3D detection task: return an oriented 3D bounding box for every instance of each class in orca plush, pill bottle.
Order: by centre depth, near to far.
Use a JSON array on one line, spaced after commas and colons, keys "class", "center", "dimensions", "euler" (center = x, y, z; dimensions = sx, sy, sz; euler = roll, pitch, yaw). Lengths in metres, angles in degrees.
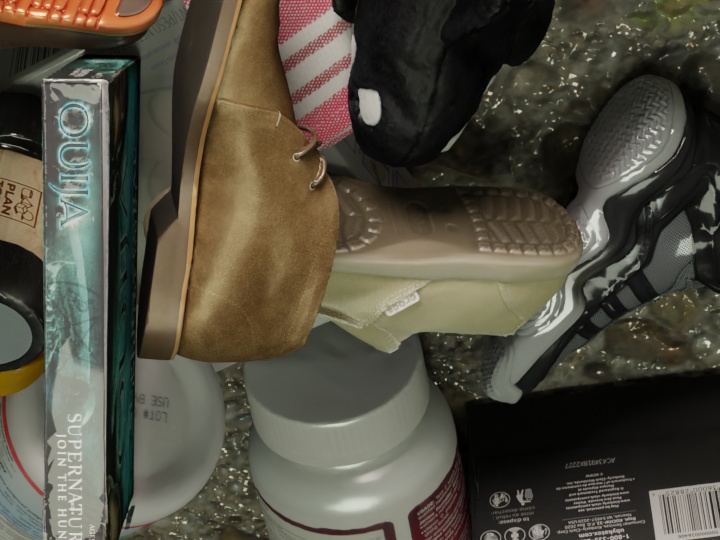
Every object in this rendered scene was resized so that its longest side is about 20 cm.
[{"class": "orca plush", "center": [0.060, -0.124, 0.891], "dimensions": [0.105, 0.071, 0.200], "euler": [32, 101, -32]}, {"class": "pill bottle", "center": [-0.155, 0.091, 1.072], "dimensions": [0.109, 0.109, 0.200], "euler": [25, 154, -20]}, {"class": "pill bottle", "center": [0.001, 0.114, 1.124], "dimensions": [0.109, 0.110, 0.200], "euler": [-6, 133, 6]}]

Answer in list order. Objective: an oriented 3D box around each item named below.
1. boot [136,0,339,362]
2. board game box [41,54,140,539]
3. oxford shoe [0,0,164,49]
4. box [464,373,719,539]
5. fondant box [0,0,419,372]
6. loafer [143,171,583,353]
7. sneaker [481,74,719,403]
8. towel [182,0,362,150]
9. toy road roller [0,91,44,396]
[{"class": "boot", "center": [-0.043, -0.055, 0.878], "dimensions": [0.075, 0.074, 0.200], "euler": [7, 112, -9]}, {"class": "board game box", "center": [-0.110, 0.015, 0.886], "dimensions": [0.028, 0.135, 0.200], "euler": [1, 100, -1]}, {"class": "oxford shoe", "center": [-0.179, -0.123, 0.936], "dimensions": [0.200, 0.071, 0.073], "euler": [13, 142, 12]}, {"class": "box", "center": [0.144, 0.175, 1.171], "dimensions": [0.148, 0.124, 0.200], "euler": [-7, 132, 7]}, {"class": "fondant box", "center": [-0.076, -0.051, 1.012], "dimensions": [0.144, 0.058, 0.200], "euler": [-24, 129, 20]}, {"class": "loafer", "center": [0.000, 0.000, 0.971], "dimensions": [0.200, 0.076, 0.068], "euler": [5, 125, -7]}, {"class": "sneaker", "center": [0.140, 0.003, 1.046], "dimensions": [0.114, 0.076, 0.200], "euler": [19, 127, -13]}, {"class": "towel", "center": [-0.017, -0.155, 0.904], "dimensions": [0.146, 0.030, 0.200], "euler": [-35, 124, -3]}, {"class": "toy road roller", "center": [-0.223, -0.005, 0.935], "dimensions": [0.200, 0.123, 0.146], "euler": [18, 136, -16]}]
